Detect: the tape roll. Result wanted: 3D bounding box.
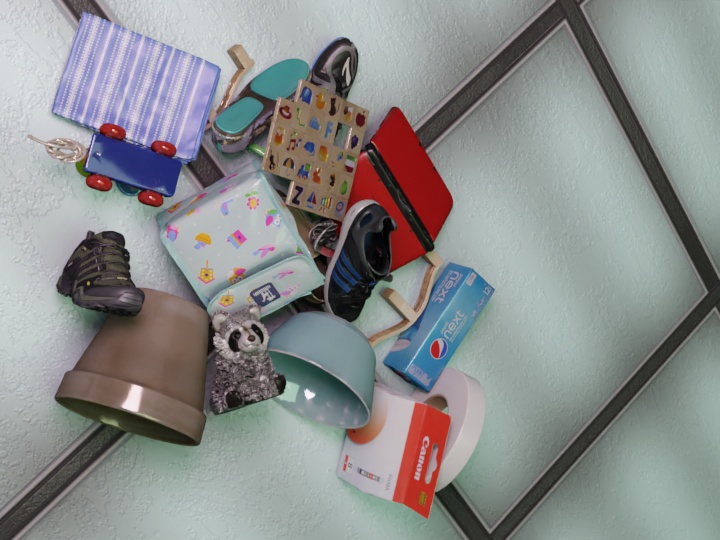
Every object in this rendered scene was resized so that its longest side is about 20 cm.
[{"bbox_3d":[0.117,0.248,1.796,0.037,0.203,0.203,29,84,-23],"label":"tape roll"}]

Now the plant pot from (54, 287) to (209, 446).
[{"bbox_3d":[-0.286,0.123,1.554,0.200,0.200,0.174,27,68,-32],"label":"plant pot"}]

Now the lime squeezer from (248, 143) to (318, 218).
[{"bbox_3d":[-0.109,-0.143,1.658,0.200,0.071,0.038,42,79,-30],"label":"lime squeezer"}]

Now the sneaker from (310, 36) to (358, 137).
[{"bbox_3d":[-0.045,-0.238,1.670,0.071,0.083,0.200,23,87,-33],"label":"sneaker"}]

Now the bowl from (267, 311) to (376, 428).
[{"bbox_3d":[-0.056,0.134,1.694,0.201,0.201,0.105,47,56,-29],"label":"bowl"}]

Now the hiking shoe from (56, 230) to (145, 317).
[{"bbox_3d":[-0.330,-0.002,1.478,0.076,0.200,0.101,15,91,-38],"label":"hiking shoe"}]

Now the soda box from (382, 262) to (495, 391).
[{"bbox_3d":[0.125,0.089,1.848,0.064,0.068,0.200,41,79,-30],"label":"soda box"}]

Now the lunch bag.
[{"bbox_3d":[-0.162,-0.023,1.603,0.170,0.122,0.200,-28,112,-1],"label":"lunch bag"}]

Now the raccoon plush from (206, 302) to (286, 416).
[{"bbox_3d":[-0.190,0.128,1.616,0.097,0.200,0.134,-11,81,-44],"label":"raccoon plush"}]

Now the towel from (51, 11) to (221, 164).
[{"bbox_3d":[-0.293,-0.239,1.532,0.200,0.024,0.145,19,84,-23],"label":"towel"}]

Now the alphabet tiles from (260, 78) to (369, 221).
[{"bbox_3d":[-0.063,-0.165,1.600,0.200,0.008,0.167,15,89,-55],"label":"alphabet tiles"}]

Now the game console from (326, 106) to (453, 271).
[{"bbox_3d":[0.034,-0.117,1.781,0.172,0.119,0.200,-28,117,11],"label":"game console"}]

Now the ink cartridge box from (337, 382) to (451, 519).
[{"bbox_3d":[0.047,0.270,1.759,0.050,0.200,0.162,11,94,-31],"label":"ink cartridge box"}]

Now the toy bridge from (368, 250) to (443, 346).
[{"bbox_3d":[0.062,0.056,1.818,0.200,0.027,0.067,-50,120,-11],"label":"toy bridge"}]

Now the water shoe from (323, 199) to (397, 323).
[{"bbox_3d":[0.000,0.000,1.651,0.071,0.079,0.200,-10,124,-33],"label":"water shoe"}]

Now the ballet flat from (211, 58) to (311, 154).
[{"bbox_3d":[-0.142,-0.226,1.623,0.200,0.072,0.072,-47,121,-37],"label":"ballet flat"}]

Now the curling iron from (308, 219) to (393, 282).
[{"bbox_3d":[-0.008,-0.020,1.708,0.200,0.026,0.050,34,89,-47],"label":"curling iron"}]

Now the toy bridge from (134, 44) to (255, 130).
[{"bbox_3d":[-0.221,-0.232,1.598,0.200,0.027,0.067,-41,118,-18],"label":"toy bridge"}]

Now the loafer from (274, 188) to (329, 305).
[{"bbox_3d":[-0.087,-0.033,1.695,0.076,0.067,0.200,-41,118,-18],"label":"loafer"}]

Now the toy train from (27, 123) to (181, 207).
[{"bbox_3d":[-0.344,-0.144,1.497,0.200,0.116,0.085,17,83,-27],"label":"toy train"}]
